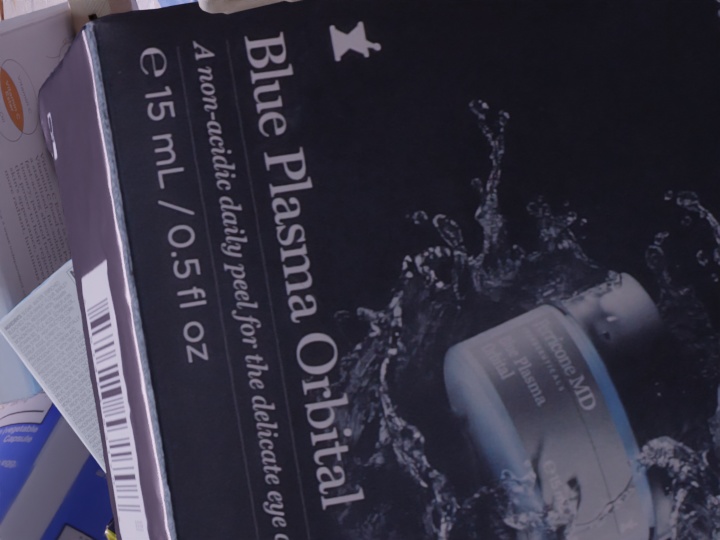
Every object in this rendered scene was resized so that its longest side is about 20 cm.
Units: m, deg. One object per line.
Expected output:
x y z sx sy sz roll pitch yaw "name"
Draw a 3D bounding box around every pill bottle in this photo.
-0.105 0.091 1.022 0.112 0.112 0.201 100 -165 -54 "pill bottle"

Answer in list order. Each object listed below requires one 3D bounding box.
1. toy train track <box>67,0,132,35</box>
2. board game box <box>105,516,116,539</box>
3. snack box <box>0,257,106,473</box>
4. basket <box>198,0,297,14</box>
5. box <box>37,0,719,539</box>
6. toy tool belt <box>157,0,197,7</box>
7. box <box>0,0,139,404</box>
-0.073 -0.018 0.930 0.115 0.032 0.201 -16 -86 -73 "toy train track"
-0.002 0.155 0.914 0.165 0.057 0.200 32 161 20 "board game box"
-0.011 0.001 0.792 0.116 0.200 0.037 53 -163 5 "snack box"
0.033 -0.157 0.554 0.136 0.199 0.124 102 149 -57 "basket"
0.028 0.022 0.667 0.117 0.199 0.198 161 100 -76 "box"
-0.064 -0.129 1.119 0.200 0.122 0.125 103 154 -57 "toy tool belt"
-0.146 -0.027 0.931 0.200 0.097 0.125 -41 -64 -70 "box"
